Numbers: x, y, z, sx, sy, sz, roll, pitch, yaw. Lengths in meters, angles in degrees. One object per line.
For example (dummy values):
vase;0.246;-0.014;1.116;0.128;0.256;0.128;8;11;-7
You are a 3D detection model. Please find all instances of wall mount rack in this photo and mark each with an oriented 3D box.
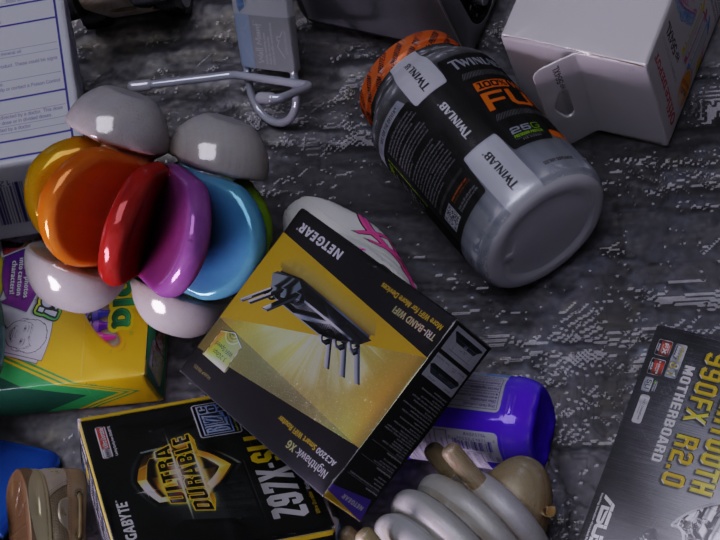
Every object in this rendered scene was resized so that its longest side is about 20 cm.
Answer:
wall mount rack;-0.122;-0.212;1.788;0.173;0.201;0.074;10;25;41

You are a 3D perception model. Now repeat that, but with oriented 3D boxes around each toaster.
toaster;0.033;-0.299;1.818;0.199;0.119;0.182;15;68;25

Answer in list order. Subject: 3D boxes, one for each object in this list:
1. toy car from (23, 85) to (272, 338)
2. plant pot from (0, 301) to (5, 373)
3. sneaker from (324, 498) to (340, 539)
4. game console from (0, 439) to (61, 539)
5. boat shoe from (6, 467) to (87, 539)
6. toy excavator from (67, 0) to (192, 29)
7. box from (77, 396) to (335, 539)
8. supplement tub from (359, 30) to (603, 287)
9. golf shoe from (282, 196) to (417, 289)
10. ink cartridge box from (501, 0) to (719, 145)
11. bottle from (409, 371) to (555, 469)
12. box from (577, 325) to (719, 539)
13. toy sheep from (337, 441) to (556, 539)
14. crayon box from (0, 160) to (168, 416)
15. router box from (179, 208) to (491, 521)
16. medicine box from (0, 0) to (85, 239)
toy car;-0.157;-0.037;1.635;0.150;0.199;0.176;-137;63;-70
plant pot;-0.401;0.055;1.685;0.195;0.200;0.201;-7;60;27
sneaker;-0.111;0.218;1.610;0.199;0.087;0.075;-26;57;2
game console;-0.359;0.222;1.728;0.199;0.118;0.172;10;97;23
boat shoe;-0.228;0.250;1.635;0.064;0.071;0.201;0;78;-29
toy excavator;-0.212;-0.322;1.911;0.099;0.194;0.201;-7;89;15
box;-0.117;0.167;1.584;0.159;0.050;0.200;-7;30;-13
supplement tub;0.091;-0.093;1.687;0.122;0.123;0.200;-37;59;-4
golf shoe;0.000;0.000;1.686;0.073;0.092;0.200;-40;57;-5
ink cartridge box;0.205;-0.203;1.705;0.125;0.129;0.201;14;69;24
bottle;0.045;0.108;1.618;0.199;0.084;0.066;5;65;21
box;0.259;0.153;1.545;0.158;0.048;0.201;15;69;25
toy sheep;0.062;0.209;1.531;0.200;0.138;0.138;-42;59;-12
crayon box;-0.245;0.016;1.776;0.171;0.058;0.201;-7;61;14
router box;-0.022;0.065;1.564;0.158;0.052;0.200;-53;45;-2
medicine box;-0.320;-0.132;1.767;0.181;0.103;0.201;-10;57;-4
